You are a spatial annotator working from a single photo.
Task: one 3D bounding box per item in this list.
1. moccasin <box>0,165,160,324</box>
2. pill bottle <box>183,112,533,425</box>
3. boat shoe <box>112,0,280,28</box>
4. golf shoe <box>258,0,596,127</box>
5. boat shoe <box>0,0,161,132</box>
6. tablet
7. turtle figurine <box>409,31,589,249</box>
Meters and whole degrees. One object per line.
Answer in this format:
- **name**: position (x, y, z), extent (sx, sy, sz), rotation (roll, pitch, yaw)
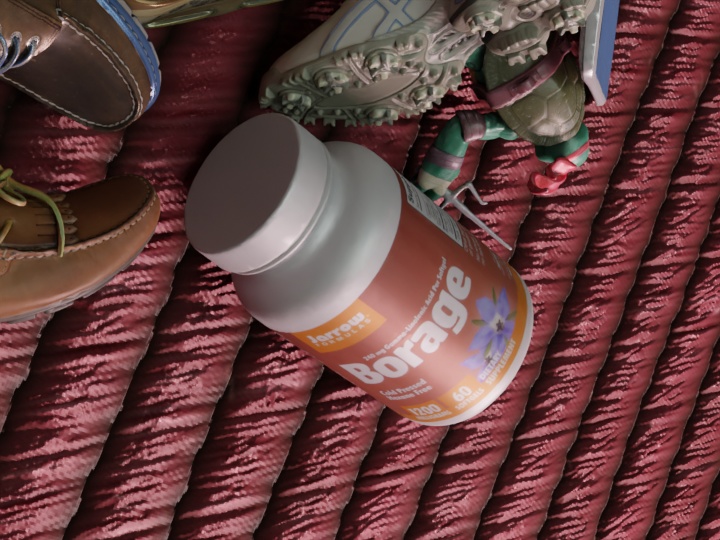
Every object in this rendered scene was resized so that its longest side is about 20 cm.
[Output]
- **moccasin**: position (-0.186, -0.017, 0.669), extent (0.200, 0.074, 0.078), rotation (-14, 118, -28)
- **pill bottle**: position (0.000, 0.000, 0.800), extent (0.200, 0.112, 0.113), rotation (36, 76, -39)
- **boat shoe**: position (-0.067, -0.173, 0.750), extent (0.199, 0.063, 0.074), rotation (-23, 88, -38)
- **golf shoe**: position (0.030, -0.145, 0.774), extent (0.078, 0.199, 0.098), rotation (28, 48, -55)
- **boat shoe**: position (-0.176, -0.117, 0.640), extent (0.200, 0.072, 0.073), rotation (37, 40, -30)
- **tablet**: position (0.151, -0.174, 0.881), extent (0.200, 0.014, 0.131), rotation (-10, 107, -79)
- **turtle figurine**: position (0.084, -0.121, 0.860), extent (0.150, 0.100, 0.201), rotation (-49, 117, -33)
